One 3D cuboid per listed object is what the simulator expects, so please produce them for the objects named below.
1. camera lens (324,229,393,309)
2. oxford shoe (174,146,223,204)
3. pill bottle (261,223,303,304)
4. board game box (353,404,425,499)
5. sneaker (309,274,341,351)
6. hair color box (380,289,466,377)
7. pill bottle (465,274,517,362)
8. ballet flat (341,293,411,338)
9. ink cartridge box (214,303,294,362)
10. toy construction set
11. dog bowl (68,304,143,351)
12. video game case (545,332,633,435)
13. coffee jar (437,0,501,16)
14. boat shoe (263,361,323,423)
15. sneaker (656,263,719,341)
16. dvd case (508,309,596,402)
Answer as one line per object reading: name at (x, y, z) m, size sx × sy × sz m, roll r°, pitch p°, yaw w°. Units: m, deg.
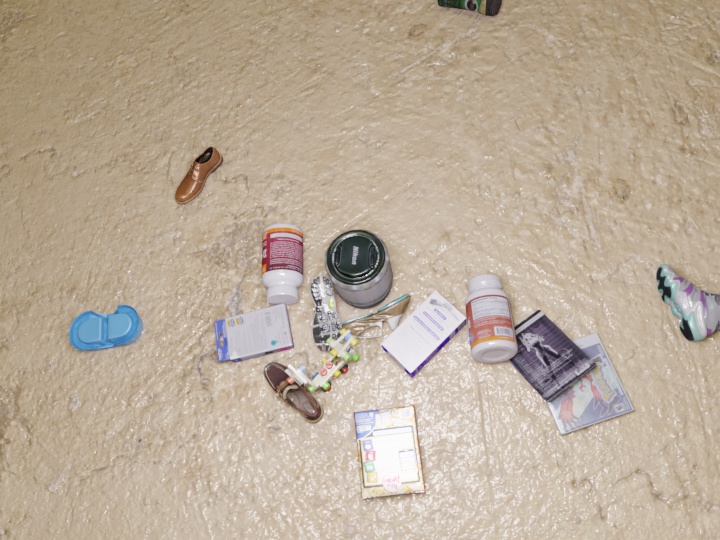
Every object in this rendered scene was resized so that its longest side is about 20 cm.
camera lens at (0.000, 0.000, 1.543) m, size 0.159 × 0.200 × 0.161 m, roll -3°, pitch 68°, yaw 7°
oxford shoe at (-0.492, -0.287, 1.800) m, size 0.071 × 0.071 × 0.200 m, roll 28°, pitch 76°, yaw 16°
pill bottle at (-0.209, -0.016, 1.627) m, size 0.113 × 0.113 × 0.201 m, roll -5°, pitch 67°, yaw 6°
board game box at (0.068, 0.432, 1.445) m, size 0.151 × 0.046 × 0.201 m, roll -7°, pitch 68°, yaw 5°
sneaker at (-0.087, 0.110, 1.582) m, size 0.077 × 0.085 × 0.201 m, roll -3°, pitch 90°, yaw 1°
hair color box at (0.161, 0.160, 1.531) m, size 0.200 × 0.065 × 0.109 m, roll -43°, pitch 68°, yaw -8°
pill bottle at (0.318, 0.116, 1.493) m, size 0.112 × 0.112 × 0.201 m, roll -5°, pitch 58°, yaw 6°
ballet flat at (0.050, 0.131, 1.564) m, size 0.199 × 0.068 × 0.073 m, roll -24°, pitch 87°, yaw -2°
ink cartridge box at (-0.282, 0.169, 1.604) m, size 0.199 × 0.042 × 0.120 m, roll -13°, pitch 67°, yaw 0°
toy construction set at (-0.085, 0.234, 1.500) m, size 0.200 × 0.131 × 0.092 m, roll -32°, pitch 67°, yaw -5°
dog bowl at (-0.692, 0.162, 1.661) m, size 0.199 × 0.050 × 0.112 m, roll -10°, pitch 68°, yaw 3°
video game case at (0.525, 0.270, 1.456) m, size 0.182 × 0.023 × 0.201 m, roll -19°, pitch 67°, yaw 1°
coffee jar at (0.344, -0.863, 1.890) m, size 0.199 × 0.104 × 0.086 m, roll 19°, pitch 75°, yaw 14°
boat shoe at (-0.173, 0.299, 1.518) m, size 0.072 × 0.072 × 0.200 m, roll -42°, pitch 69°, yaw -9°
sneaker at (0.821, 0.061, 1.474) m, size 0.139 × 0.078 × 0.201 m, roll -19°, pitch 76°, yaw -2°
dvd case at (0.444, 0.203, 1.471) m, size 0.149 × 0.016 × 0.200 m, roll -35°, pitch 52°, yaw -6°
